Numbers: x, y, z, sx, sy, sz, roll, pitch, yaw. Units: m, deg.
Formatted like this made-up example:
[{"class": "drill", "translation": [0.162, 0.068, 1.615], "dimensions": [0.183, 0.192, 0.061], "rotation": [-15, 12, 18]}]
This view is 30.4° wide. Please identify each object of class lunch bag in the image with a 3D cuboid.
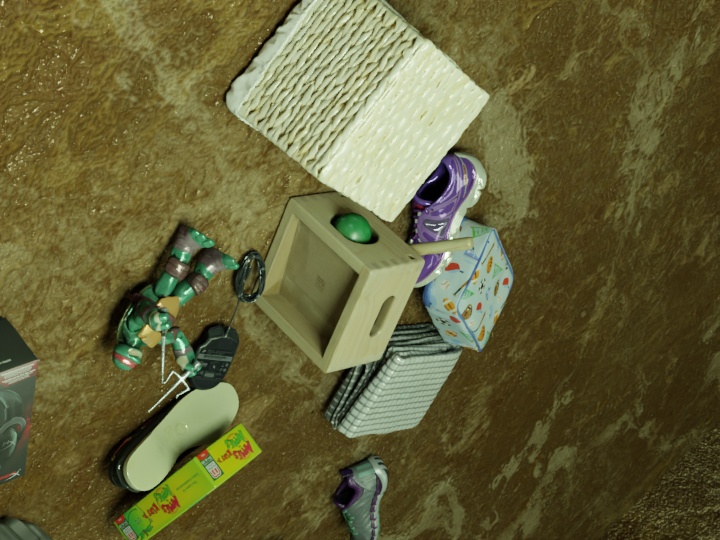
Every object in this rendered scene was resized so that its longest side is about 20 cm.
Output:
[{"class": "lunch bag", "translation": [0.163, 0.020, 1.951], "dimensions": [0.161, 0.075, 0.200], "rotation": [-65, 156, -18]}]

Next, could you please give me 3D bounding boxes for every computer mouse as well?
[{"class": "computer mouse", "translation": [-0.168, 0.061, 1.647], "dimensions": [0.058, 0.034, 0.201], "rotation": [12, 112, -38]}]

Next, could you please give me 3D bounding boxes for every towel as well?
[{"class": "towel", "translation": [0.045, 0.164, 1.988], "dimensions": [0.199, 0.086, 0.166], "rotation": [-2, 129, -53]}]

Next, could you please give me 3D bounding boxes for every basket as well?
[{"class": "basket", "translation": [0.000, -0.186, 1.439], "dimensions": [0.200, 0.161, 0.198], "rotation": [-50, 151, 8]}]

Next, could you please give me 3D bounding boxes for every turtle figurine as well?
[{"class": "turtle figurine", "translation": [-0.221, 0.054, 1.495], "dimensions": [0.201, 0.100, 0.150], "rotation": [-60, 166, -9]}]

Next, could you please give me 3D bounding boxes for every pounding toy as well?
[{"class": "pounding toy", "translation": [0.000, 0.000, 1.630], "dimensions": [0.142, 0.184, 0.201], "rotation": [-11, 134, -46]}]

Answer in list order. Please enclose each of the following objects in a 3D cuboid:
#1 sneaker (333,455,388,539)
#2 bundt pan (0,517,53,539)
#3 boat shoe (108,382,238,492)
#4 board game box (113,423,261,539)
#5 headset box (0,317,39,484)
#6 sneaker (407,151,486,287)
[{"class": "sneaker", "translation": [-0.014, 0.395, 2.209], "dimensions": [0.087, 0.074, 0.201], "rotation": [-10, 126, -28]}, {"class": "bundt pan", "translation": [-0.452, 0.379, 1.599], "dimensions": [0.201, 0.076, 0.203], "rotation": [-32, 146, -25]}, {"class": "boat shoe", "translation": [-0.239, 0.209, 1.696], "dimensions": [0.201, 0.063, 0.074], "rotation": [-40, 109, -36]}, {"class": "board game box", "translation": [-0.224, 0.280, 1.709], "dimensions": [0.200, 0.048, 0.101], "rotation": [-40, 176, 38]}, {"class": "headset box", "translation": [-0.421, 0.148, 1.369], "dimensions": [0.148, 0.077, 0.201], "rotation": [-20, 142, -39]}, {"class": "sneaker", "translation": [0.092, -0.074, 1.796], "dimensions": [0.083, 0.081, 0.201], "rotation": [9, 113, -37]}]
